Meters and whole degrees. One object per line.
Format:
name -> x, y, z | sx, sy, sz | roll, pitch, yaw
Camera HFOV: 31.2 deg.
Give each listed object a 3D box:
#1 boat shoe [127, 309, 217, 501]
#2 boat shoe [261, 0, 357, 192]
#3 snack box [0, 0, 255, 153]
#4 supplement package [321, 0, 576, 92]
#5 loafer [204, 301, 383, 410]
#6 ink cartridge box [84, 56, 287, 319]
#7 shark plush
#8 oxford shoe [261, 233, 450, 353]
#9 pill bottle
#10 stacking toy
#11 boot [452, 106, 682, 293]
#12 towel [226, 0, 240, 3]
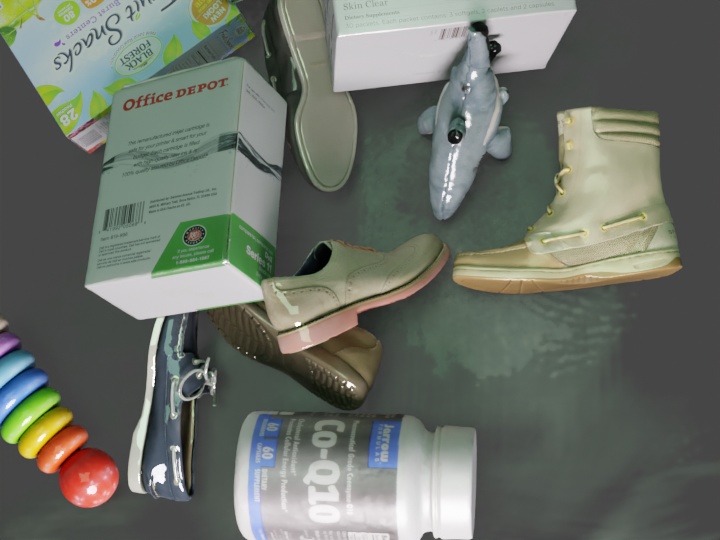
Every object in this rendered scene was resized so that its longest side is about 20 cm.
boat shoe -> -0.163, 0.108, 1.169 | 0.062, 0.075, 0.200 | 9, 85, 11
boat shoe -> -0.050, -0.167, 1.206 | 0.067, 0.057, 0.200 | -7, 84, -29
snack box -> -0.229, -0.239, 1.227 | 0.200, 0.068, 0.169 | -34, 77, 3
supplement package -> 0.069, -0.240, 1.124 | 0.200, 0.156, 0.111 | -8, 81, -4
loafer -> -0.063, 0.051, 1.167 | 0.200, 0.076, 0.067 | 35, 54, 18
ink cartridge box -> -0.149, -0.071, 1.131 | 0.146, 0.083, 0.200 | -9, 63, 25
shark plush -> 0.099, -0.130, 1.116 | 0.091, 0.200, 0.083 | 27, 55, 0
oxford shoe -> 0.000, 0.000, 1.115 | 0.071, 0.200, 0.074 | -18, 98, 49
pill bottle -> -0.001, 0.180, 1.116 | 0.200, 0.114, 0.114 | 0, 83, 8
stacking toy -> -0.299, 0.136, 1.190 | 0.085, 0.085, 0.200 | -45, 86, 1
boot -> 0.175, -0.062, 1.143 | 0.200, 0.073, 0.156 | -6, 82, 6
towel -> -0.121, -0.351, 1.217 | 0.152, 0.023, 0.200 | -30, 76, -28
